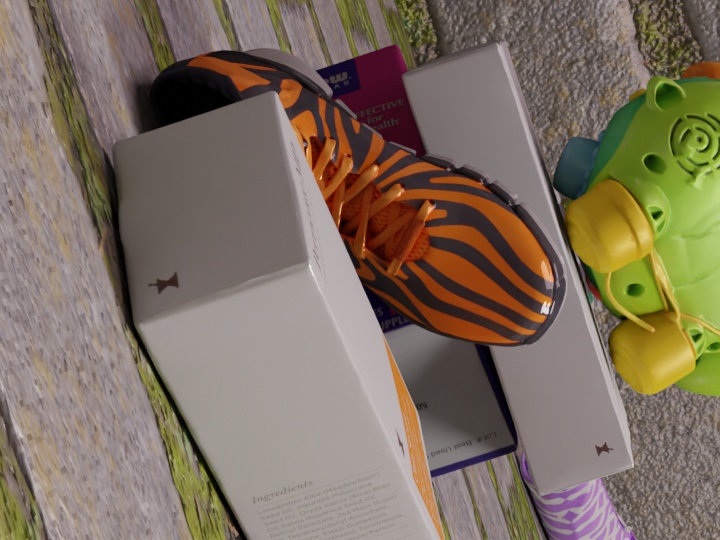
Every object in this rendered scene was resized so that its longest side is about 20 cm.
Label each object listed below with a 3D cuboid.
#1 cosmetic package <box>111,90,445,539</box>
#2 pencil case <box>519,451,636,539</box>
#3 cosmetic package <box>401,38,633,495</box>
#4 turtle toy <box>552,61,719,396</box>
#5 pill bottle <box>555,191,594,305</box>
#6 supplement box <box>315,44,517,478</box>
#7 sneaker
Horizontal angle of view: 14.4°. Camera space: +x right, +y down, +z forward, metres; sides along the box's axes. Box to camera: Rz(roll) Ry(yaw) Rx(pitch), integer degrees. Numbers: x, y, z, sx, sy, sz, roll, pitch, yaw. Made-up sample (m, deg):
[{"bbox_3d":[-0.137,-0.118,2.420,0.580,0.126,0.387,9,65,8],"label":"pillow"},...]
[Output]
[{"bbox_3d":[-0.028,0.040,1.115,0.102,0.071,0.200,-102,171,-45],"label":"cosmetic package"},{"bbox_3d":[0.222,0.238,2.870,0.200,0.085,0.084,64,11,-51],"label":"pencil case"},{"bbox_3d":[0.075,-0.007,1.328,0.151,0.052,0.200,-65,136,-85],"label":"cosmetic package"},{"bbox_3d":[0.161,-0.014,1.350,0.101,0.146,0.200,44,-20,52],"label":"turtle toy"},{"bbox_3d":[0.185,-0.031,3.224,0.113,0.113,0.200,-91,161,-72],"label":"pill bottle"},{"bbox_3d":[0.000,0.000,1.364,0.200,0.101,0.103,-102,172,-49],"label":"supplement box"},{"bbox_3d":[-0.012,-0.026,1.211,0.200,0.078,0.112,32,16,19],"label":"sneaker"}]
